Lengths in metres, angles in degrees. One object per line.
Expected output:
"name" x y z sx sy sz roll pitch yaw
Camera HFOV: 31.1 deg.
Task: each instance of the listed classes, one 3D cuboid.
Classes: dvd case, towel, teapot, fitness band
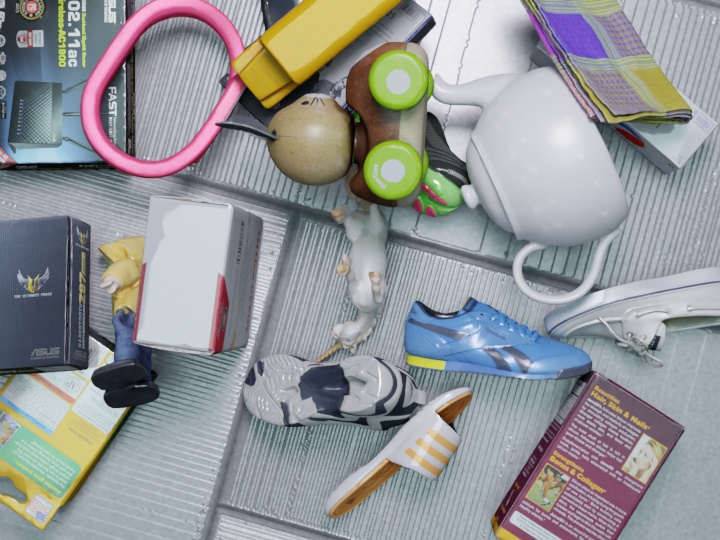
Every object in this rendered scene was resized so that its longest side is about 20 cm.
"dvd case" -0.037 -0.229 1.364 0.200 0.025 0.150 -46 57 0
"towel" 0.243 -0.222 1.291 0.144 0.023 0.200 -6 59 -36
"teapot" 0.174 -0.098 1.316 0.146 0.197 0.200 -26 44 6
"fitness band" -0.203 -0.190 1.347 0.144 0.037 0.200 33 82 -5

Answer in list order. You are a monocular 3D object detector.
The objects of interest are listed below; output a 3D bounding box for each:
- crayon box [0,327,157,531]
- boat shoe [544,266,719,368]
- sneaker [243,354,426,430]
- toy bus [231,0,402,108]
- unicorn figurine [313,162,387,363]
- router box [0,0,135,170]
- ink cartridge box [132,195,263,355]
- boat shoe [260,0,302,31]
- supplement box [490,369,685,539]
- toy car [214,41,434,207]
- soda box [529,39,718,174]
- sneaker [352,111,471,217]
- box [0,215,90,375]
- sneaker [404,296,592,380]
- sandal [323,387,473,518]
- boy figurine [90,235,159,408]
"crayon box" -0.327 0.159 1.385 0.126 0.052 0.200 35 89 2
"boat shoe" 0.299 0.060 1.360 0.202 0.075 0.086 -12 72 -5
"sneaker" -0.018 0.134 1.370 0.199 0.130 0.080 -14 65 35
"toy bus" -0.036 -0.247 1.298 0.200 0.078 0.065 -39 101 5
"unicorn figurine" 0.000 0.000 1.355 0.074 0.137 0.200 14 75 11
"router box" -0.319 -0.207 1.386 0.150 0.062 0.200 -1 89 0
"ink cartridge box" -0.160 0.007 1.311 0.083 0.200 0.146 7 89 4
"boat shoe" -0.075 -0.328 1.366 0.075 0.062 0.200 4 79 17
"supplement box" 0.235 0.216 1.354 0.110 0.086 0.200 32 90 2
"toy car" -0.034 -0.144 1.247 0.200 0.164 0.158 4 97 5
"soda box" 0.277 -0.191 1.370 0.200 0.068 0.064 41 89 2
"sneaker" 0.040 -0.140 1.382 0.200 0.077 0.084 44 55 8
"box" -0.383 0.030 1.356 0.200 0.051 0.158 -4 77 14
"sneaker" 0.144 0.071 1.356 0.200 0.066 0.079 6 94 13
"sandal" 0.053 0.206 1.361 0.207 0.079 0.059 -44 68 8
"boy figurine" -0.242 0.037 1.336 0.064 0.124 0.200 -13 52 5
